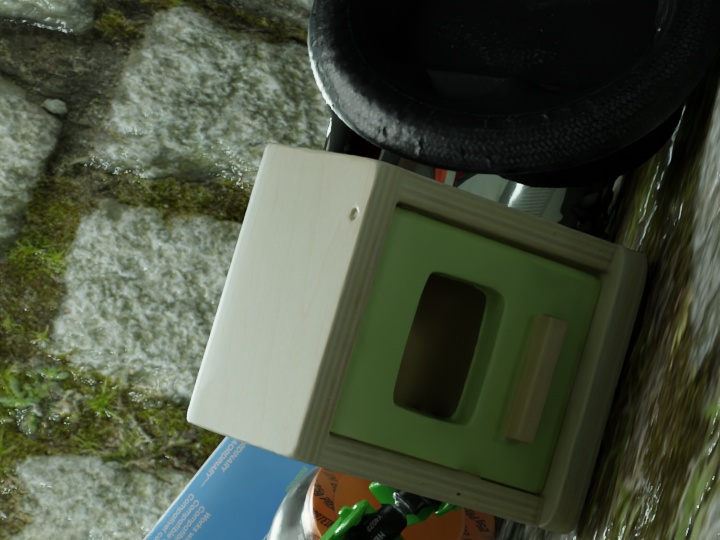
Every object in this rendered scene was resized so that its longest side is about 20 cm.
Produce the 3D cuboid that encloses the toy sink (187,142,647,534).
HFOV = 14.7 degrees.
[{"bbox_3d":[0.047,0.037,1.228,0.112,0.199,0.131,12,84,58],"label":"toy sink"}]

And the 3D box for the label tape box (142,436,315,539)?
[{"bbox_3d":[-0.073,0.140,1.579,0.144,0.066,0.200,-51,-6,10],"label":"label tape box"}]

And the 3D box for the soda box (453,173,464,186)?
[{"bbox_3d":[0.056,-0.099,1.564,0.200,0.063,0.070,-64,-8,-75],"label":"soda box"}]

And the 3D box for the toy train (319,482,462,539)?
[{"bbox_3d":[0.035,0.094,1.330,0.200,0.042,0.056,-46,4,-18],"label":"toy train"}]

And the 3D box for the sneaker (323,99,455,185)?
[{"bbox_3d":[0.000,0.000,1.378,0.082,0.077,0.202,12,-107,-52],"label":"sneaker"}]

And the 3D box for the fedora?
[{"bbox_3d":[0.078,-0.098,1.271,0.092,0.199,0.202,62,-145,-49],"label":"fedora"}]

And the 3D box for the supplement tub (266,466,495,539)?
[{"bbox_3d":[0.002,0.177,1.463,0.200,0.122,0.123,111,176,-52],"label":"supplement tub"}]

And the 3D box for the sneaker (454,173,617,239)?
[{"bbox_3d":[0.105,-0.047,1.394,0.074,0.080,0.200,-17,-27,-42],"label":"sneaker"}]
